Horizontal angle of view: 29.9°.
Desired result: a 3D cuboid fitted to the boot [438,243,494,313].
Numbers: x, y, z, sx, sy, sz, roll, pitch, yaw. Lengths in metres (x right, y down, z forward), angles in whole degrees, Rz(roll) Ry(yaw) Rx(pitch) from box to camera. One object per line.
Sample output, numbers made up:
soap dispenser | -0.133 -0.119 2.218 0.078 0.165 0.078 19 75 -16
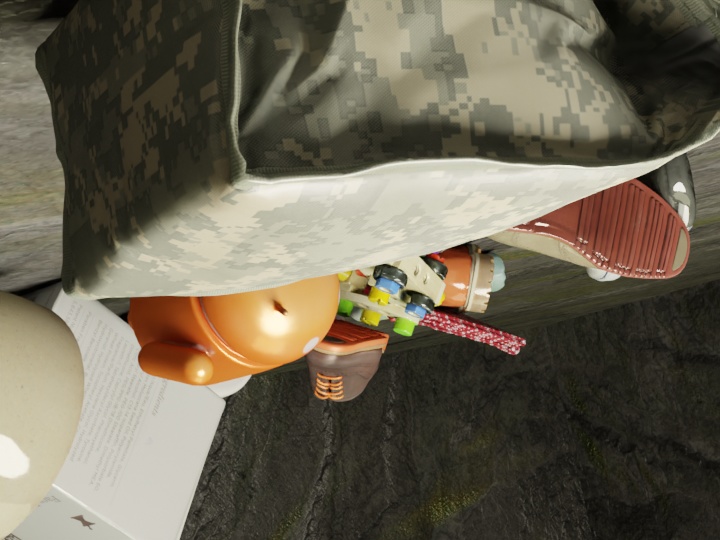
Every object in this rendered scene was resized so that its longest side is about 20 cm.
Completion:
boot | 0.074 0.002 1.420 0.106 0.076 0.200 8 178 -2

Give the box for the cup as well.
cup | -0.315 0.083 0.938 0.199 0.202 0.143 -15 146 26

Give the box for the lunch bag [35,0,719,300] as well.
lunch bag | 0.010 -0.060 0.466 0.199 0.119 0.164 -3 169 -29

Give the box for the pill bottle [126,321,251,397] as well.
pill bottle | -0.207 0.096 1.455 0.110 0.112 0.199 -7 172 -39

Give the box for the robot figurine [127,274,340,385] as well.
robot figurine | -0.094 0.023 0.995 0.143 0.118 0.199 -6 171 -39

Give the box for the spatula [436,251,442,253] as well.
spatula | 0.105 -0.038 1.265 0.199 0.021 0.056 -18 -176 28

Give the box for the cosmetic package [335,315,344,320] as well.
cosmetic package | -0.097 0.031 1.243 0.112 0.082 0.200 -13 175 14

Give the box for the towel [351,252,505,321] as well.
towel | 0.076 0.024 1.644 0.170 0.049 0.200 -12 173 -8

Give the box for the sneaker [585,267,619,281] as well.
sneaker | 0.234 -0.035 1.380 0.070 0.074 0.200 -3 165 4

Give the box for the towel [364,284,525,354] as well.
towel | 0.064 0.044 1.432 0.199 0.023 0.144 17 -176 -42

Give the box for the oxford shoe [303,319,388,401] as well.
oxford shoe | -0.015 0.083 1.190 0.071 0.073 0.200 16 179 12

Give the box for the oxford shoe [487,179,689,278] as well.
oxford shoe | 0.148 -0.041 0.988 0.199 0.071 0.075 19 170 -19

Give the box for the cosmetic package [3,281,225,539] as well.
cosmetic package | -0.256 0.143 1.163 0.164 0.166 0.200 -18 132 40

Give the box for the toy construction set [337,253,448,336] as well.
toy construction set | 0.000 0.000 1.160 0.130 0.093 0.200 13 179 30

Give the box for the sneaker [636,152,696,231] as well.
sneaker | 0.193 -0.053 1.074 0.115 0.076 0.200 -9 175 0
